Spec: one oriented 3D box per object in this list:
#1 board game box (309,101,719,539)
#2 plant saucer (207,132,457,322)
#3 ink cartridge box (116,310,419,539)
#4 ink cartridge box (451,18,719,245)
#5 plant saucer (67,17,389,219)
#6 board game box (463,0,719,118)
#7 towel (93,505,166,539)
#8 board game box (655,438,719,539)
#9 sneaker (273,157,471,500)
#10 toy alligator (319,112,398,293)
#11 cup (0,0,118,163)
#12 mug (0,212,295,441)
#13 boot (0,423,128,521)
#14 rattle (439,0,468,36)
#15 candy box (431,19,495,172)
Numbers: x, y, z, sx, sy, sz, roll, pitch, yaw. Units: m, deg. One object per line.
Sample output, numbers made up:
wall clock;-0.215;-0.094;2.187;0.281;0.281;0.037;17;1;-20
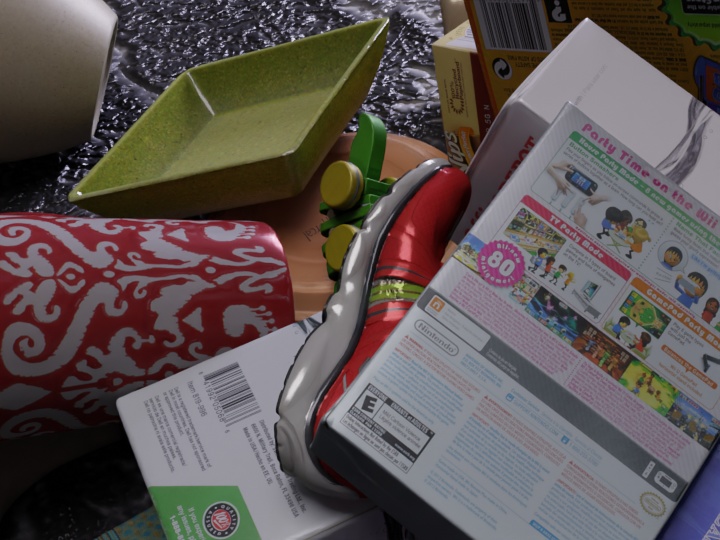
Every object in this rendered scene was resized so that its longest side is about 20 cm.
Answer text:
board game box;0.094;0.044;0.642;0.147;0.064;0.201;37;70;7
plant saucer;-0.017;-0.035;0.978;0.197;0.033;0.202;-8;42;7
ink cartridge box;-0.014;0.103;0.755;0.198;0.084;0.147;-23;44;-9
ink cartridge box;0.158;-0.021;0.770;0.199;0.147;0.083;38;60;6
plant saucer;-0.085;-0.100;1.014;0.197;0.048;0.201;-9;31;30
board game box;0.215;-0.132;0.861;0.198;0.202;0.200;11;41;41
towel;-0.064;0.167;0.779;0.198;0.022;0.147;-29;44;-15
board game box;0.229;0.151;0.620;0.198;0.041;0.201;35;71;13
sneaker;0.026;0.032;0.715;0.084;0.077;0.202;17;60;13
toy alligator;0.000;0.000;0.887;0.054;0.059;0.203;-19;69;42
cup;-0.271;-0.167;1.092;0.141;0.202;0.202;13;42;-9
mug;-0.152;0.011;0.818;0.197;0.134;0.179;-3;57;-22
boot;-0.188;0.095;0.860;0.144;0.071;0.202;-7;52;-10
rattle;0.109;-0.214;1.011;0.141;0.202;0.131;4;44;18
candy box;0.136;-0.142;0.970;0.055;0.117;0.199;19;43;38
